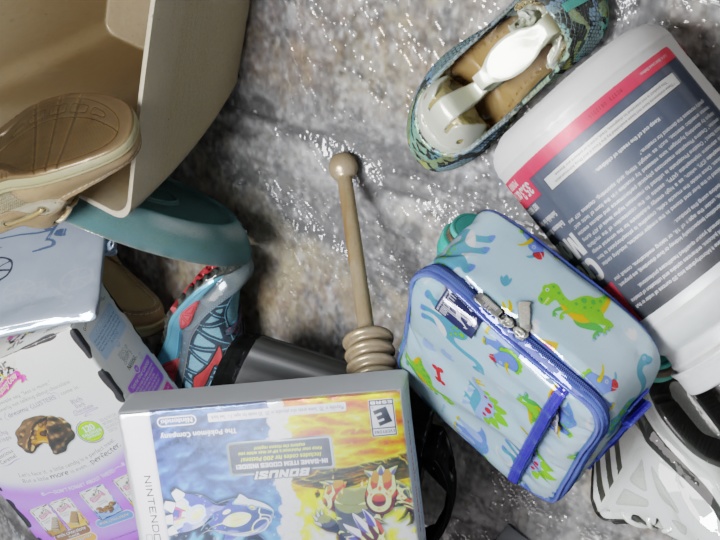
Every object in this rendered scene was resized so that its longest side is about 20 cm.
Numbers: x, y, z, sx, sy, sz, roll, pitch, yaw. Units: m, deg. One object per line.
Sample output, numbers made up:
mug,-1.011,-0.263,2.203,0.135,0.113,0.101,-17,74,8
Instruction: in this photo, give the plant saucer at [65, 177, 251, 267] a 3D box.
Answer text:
plant saucer,-0.173,-0.053,1.201,0.199,0.200,0.028,26,101,23

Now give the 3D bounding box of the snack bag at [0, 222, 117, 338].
snack bag,-0.284,-0.004,1.253,0.187,0.201,0.022,-12,128,3

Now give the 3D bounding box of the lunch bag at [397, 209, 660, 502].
lunch bag,0.104,0.061,1.013,0.160,0.082,0.200,40,159,12

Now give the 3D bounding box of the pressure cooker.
pressure cooker,-0.025,0.151,1.185,0.198,0.176,0.180,17,85,4

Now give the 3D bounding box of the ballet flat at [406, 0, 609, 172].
ballet flat,0.083,-0.129,1.061,0.074,0.074,0.200,50,130,5

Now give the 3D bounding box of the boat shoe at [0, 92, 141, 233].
boat shoe,-0.225,-0.067,1.084,0.198,0.072,0.065,-13,140,29

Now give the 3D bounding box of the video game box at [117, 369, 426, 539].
video game box,-0.056,0.168,1.076,0.198,0.047,0.184,-6,107,8

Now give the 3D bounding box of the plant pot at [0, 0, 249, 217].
plant pot,-0.184,-0.192,1.145,0.199,0.177,0.202,26,124,21

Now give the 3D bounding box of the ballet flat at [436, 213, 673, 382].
ballet flat,0.135,0.035,1.105,0.199,0.067,0.071,34,133,24

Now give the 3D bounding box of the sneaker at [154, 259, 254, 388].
sneaker,-0.112,0.062,1.293,0.095,0.079,0.201,33,135,5

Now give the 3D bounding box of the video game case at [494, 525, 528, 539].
video game case,0.052,0.317,1.215,0.045,0.181,0.201,35,127,14

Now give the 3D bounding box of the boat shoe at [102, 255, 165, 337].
boat shoe,-0.247,-0.008,1.337,0.199,0.071,0.065,28,117,20

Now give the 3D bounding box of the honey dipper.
honey dipper,0.000,0.000,1.137,0.038,0.038,0.202,-35,50,40

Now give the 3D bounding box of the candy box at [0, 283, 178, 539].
candy box,-0.230,0.128,1.280,0.167,0.072,0.201,-21,115,26

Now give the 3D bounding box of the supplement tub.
supplement tub,0.192,-0.038,0.980,0.201,0.140,0.140,52,130,4

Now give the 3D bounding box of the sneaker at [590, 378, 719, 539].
sneaker,0.238,0.171,1.101,0.201,0.075,0.115,56,139,10
